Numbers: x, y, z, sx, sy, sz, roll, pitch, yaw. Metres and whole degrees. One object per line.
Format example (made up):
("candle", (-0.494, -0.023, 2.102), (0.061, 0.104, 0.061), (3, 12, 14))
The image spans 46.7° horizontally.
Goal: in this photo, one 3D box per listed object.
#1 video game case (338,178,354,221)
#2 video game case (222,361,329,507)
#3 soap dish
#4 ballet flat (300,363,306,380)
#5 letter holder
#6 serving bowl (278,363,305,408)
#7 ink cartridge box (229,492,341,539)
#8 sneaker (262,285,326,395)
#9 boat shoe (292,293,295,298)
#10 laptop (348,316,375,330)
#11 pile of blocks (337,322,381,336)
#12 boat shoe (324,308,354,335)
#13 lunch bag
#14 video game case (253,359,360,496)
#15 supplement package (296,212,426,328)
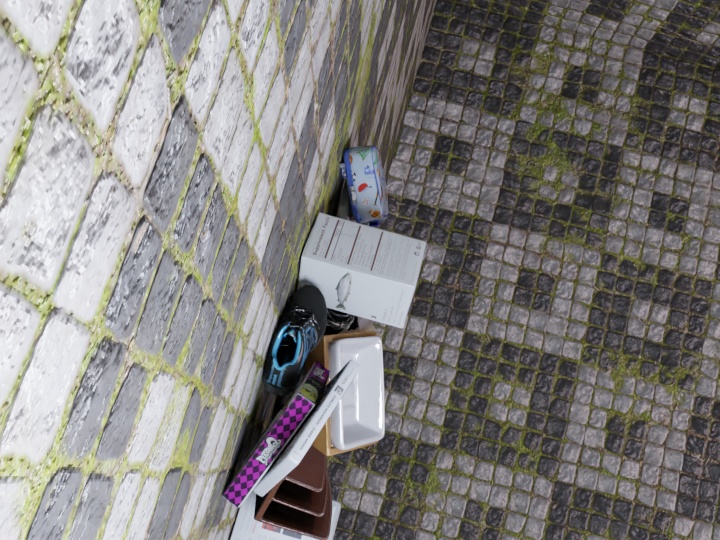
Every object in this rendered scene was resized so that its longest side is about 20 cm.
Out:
("video game case", (-0.023, -0.081, 1.750), (0.200, 0.023, 0.183), (-83, 171, -66))
("video game case", (-0.126, 0.248, 1.290), (0.200, 0.036, 0.181), (-54, 180, 10))
("soap dish", (-0.028, 0.209, 1.451), (0.157, 0.081, 0.201), (1, 87, -56))
("ballet flat", (-0.098, 0.143, 1.561), (0.069, 0.063, 0.201), (153, -73, -71))
("letter holder", (-0.094, 0.346, 1.430), (0.101, 0.142, 0.200), (-61, -165, 21))
("serving bowl", (-0.122, 0.242, 1.683), (0.200, 0.065, 0.201), (15, 90, -88))
("ink cartridge box", (-0.142, 0.488, 1.480), (0.084, 0.175, 0.201), (100, 6, -69))
("sneaker", (-0.098, 0.100, 1.334), (0.082, 0.073, 0.201), (103, 3, -56))
("boat shoe", (-0.105, 0.128, 1.474), (0.072, 0.059, 0.201), (-71, 175, -52))
("laptop", (-0.016, 0.073, 1.751), (0.187, 0.116, 0.201), (-39, 132, -25))
("pile of blocks", (-0.011, 0.157, 1.617), (0.082, 0.062, 0.200), (-49, 165, 14))
("boat shoe", (-0.044, 0.082, 1.590), (0.068, 0.073, 0.200), (-118, -145, -54))
("lunch bag", (0.012, -0.166, 1.677), (0.200, 0.075, 0.161), (-29, 111, -82))
("video game case", (-0.082, 0.241, 1.256), (0.182, 0.023, 0.200), (-55, -179, -34))
("supplement package", (0.000, 0.000, 1.457), (0.117, 0.199, 0.118), (102, 4, -48))
